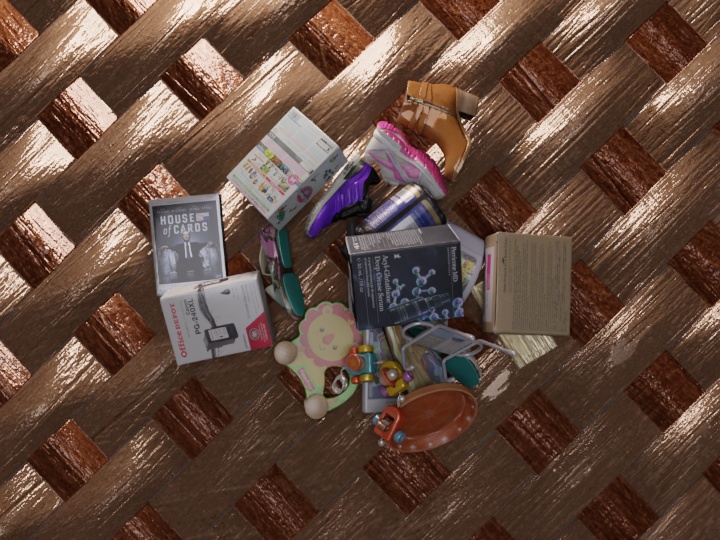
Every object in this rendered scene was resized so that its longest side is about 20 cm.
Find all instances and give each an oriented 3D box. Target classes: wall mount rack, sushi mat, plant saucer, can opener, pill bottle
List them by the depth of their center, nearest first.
[{"bbox_3d":[0.176,0.143,1.364,0.173,0.199,0.075,-35,49,37],"label":"wall mount rack"},{"bbox_3d":[0.061,-0.072,1.455,0.200,0.112,0.112,-39,90,-5],"label":"pill bottle"},{"bbox_3d":[0.134,0.288,1.474,0.199,0.201,0.032,-22,47,0],"label":"plant saucer"},{"bbox_3d":[0.000,0.000,1.529,0.053,0.067,0.202,-3,77,1],"label":"can opener"},{"bbox_3d":[0.316,0.098,1.540,0.095,0.012,0.201,-32,89,0],"label":"sushi mat"}]

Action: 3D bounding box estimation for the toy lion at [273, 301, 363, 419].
[{"bbox_3d":[-0.067,0.172,1.524,0.191,0.069,0.201,-30,90,-7],"label":"toy lion"}]

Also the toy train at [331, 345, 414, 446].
[{"bbox_3d":[0.018,0.229,1.411,0.200,0.055,0.151,35,100,35],"label":"toy train"}]

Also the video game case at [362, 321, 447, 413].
[{"bbox_3d":[0.092,0.183,1.507,0.181,0.023,0.202,1,90,-20],"label":"video game case"}]

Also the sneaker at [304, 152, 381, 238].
[{"bbox_3d":[-0.029,-0.133,1.505,0.099,0.070,0.201,37,80,-7],"label":"sneaker"}]

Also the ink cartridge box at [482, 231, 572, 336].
[{"bbox_3d":[0.332,0.030,1.491,0.163,0.075,0.202,4,87,-10],"label":"ink cartridge box"}]

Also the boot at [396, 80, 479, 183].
[{"bbox_3d":[0.147,-0.283,1.511,0.154,0.074,0.201,13,75,-5],"label":"boot"}]

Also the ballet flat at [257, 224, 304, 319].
[{"bbox_3d":[-0.167,0.007,1.523,0.071,0.069,0.201,-18,82,25],"label":"ballet flat"}]

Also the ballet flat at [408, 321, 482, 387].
[{"bbox_3d":[0.178,0.149,1.496,0.072,0.072,0.200,-45,107,0],"label":"ballet flat"}]

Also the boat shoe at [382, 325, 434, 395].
[{"bbox_3d":[0.098,0.157,1.456,0.076,0.072,0.201,-21,108,2],"label":"boat shoe"}]

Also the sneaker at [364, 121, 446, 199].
[{"bbox_3d":[0.089,-0.208,1.515,0.200,0.081,0.088,40,117,-9],"label":"sneaker"}]

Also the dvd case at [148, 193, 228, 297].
[{"bbox_3d":[-0.354,-0.052,1.540,0.149,0.025,0.202,-5,90,0],"label":"dvd case"}]

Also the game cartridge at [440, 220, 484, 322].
[{"bbox_3d":[0.168,-0.004,1.491,0.133,0.041,0.201,29,65,-4],"label":"game cartridge"}]

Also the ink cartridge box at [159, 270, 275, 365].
[{"bbox_3d":[-0.285,0.095,1.497,0.199,0.083,0.146,-12,102,0],"label":"ink cartridge box"}]

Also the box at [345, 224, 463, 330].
[{"bbox_3d":[0.079,0.011,1.362,0.198,0.107,0.149,-8,111,-4],"label":"box"}]

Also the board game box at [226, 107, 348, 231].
[{"bbox_3d":[-0.147,-0.204,1.493,0.200,0.064,0.148,-45,63,-1],"label":"board game box"}]
